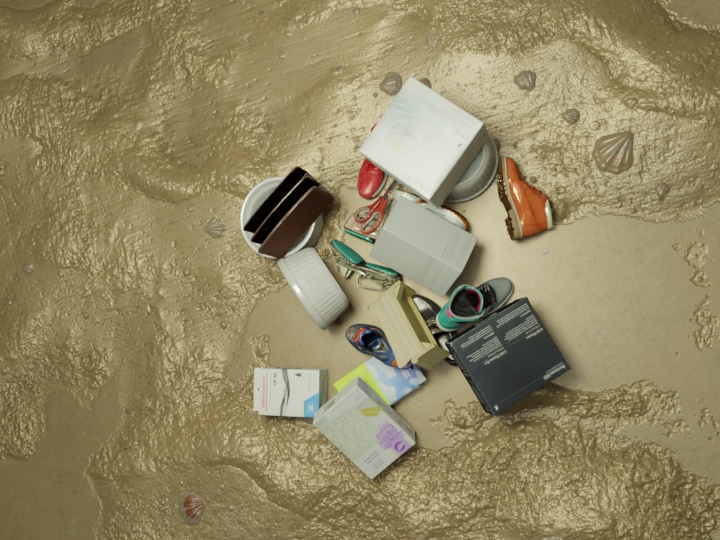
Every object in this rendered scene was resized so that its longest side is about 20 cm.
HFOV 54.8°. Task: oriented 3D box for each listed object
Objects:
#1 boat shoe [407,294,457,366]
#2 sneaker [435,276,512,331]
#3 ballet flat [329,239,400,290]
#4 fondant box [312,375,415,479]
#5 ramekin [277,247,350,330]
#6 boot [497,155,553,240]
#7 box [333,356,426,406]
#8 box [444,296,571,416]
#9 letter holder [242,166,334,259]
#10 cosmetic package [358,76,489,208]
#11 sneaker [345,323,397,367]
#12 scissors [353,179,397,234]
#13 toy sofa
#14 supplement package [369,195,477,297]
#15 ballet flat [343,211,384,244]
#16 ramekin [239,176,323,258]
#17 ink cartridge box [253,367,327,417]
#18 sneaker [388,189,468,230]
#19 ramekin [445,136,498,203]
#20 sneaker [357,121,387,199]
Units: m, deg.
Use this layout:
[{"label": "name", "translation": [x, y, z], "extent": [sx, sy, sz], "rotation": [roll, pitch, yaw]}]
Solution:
[{"label": "boat shoe", "translation": [0.178, 0.135, 1.617], "extent": [0.074, 0.073, 0.200], "rotation": [-43, 76, 9]}, {"label": "sneaker", "translation": [0.264, 0.061, 1.547], "extent": [0.200, 0.121, 0.084], "rotation": [-30, 78, -12]}, {"label": "ballet flat", "translation": [0.000, 0.000, 1.689], "extent": [0.200, 0.068, 0.075], "rotation": [28, 109, 14]}, {"label": "fondant box", "translation": [0.010, 0.366, 1.615], "extent": [0.144, 0.058, 0.200], "rotation": [-42, 102, 12]}, {"label": "ramekin", "translation": [-0.105, 0.036, 1.649], "extent": [0.094, 0.202, 0.203], "rotation": [-34, 77, -1]}, {"label": "boot", "translation": [0.375, -0.174, 1.593], "extent": [0.107, 0.075, 0.200], "rotation": [-13, 80, 0]}, {"label": "box", "translation": [0.049, 0.266, 1.658], "extent": [0.200, 0.048, 0.122], "rotation": [-36, 78, 11]}, {"label": "box", "translation": [0.318, 0.187, 1.523], "extent": [0.200, 0.104, 0.182], "rotation": [-30, 85, -3]}, {"label": "letter holder", "translation": [-0.179, -0.137, 1.605], "extent": [0.101, 0.142, 0.200], "rotation": [44, 98, 15]}, {"label": "cosmetic package", "translation": [0.140, -0.278, 1.527], "extent": [0.199, 0.123, 0.200], "rotation": [37, 97, 16]}, {"label": "sneaker", "translation": [0.022, 0.159, 1.622], "extent": [0.200, 0.078, 0.075], "rotation": [15, 74, 56]}, {"label": "scissors", "translation": [0.064, -0.171, 1.654], "extent": [0.200, 0.014, 0.073], "rotation": [-44, 59, 7]}, {"label": "toy sofa", "translation": [0.108, 0.131, 1.566], "extent": [0.098, 0.083, 0.200], "rotation": [-39, 54, 16]}, {"label": "supplement package", "translation": [0.140, -0.054, 1.576], "extent": [0.200, 0.117, 0.117], "rotation": [30, 55, 1]}, {"label": "ballet flat", "translation": [0.052, -0.086, 1.677], "extent": [0.200, 0.068, 0.067], "rotation": [28, 85, 15]}, {"label": "ramekin", "translation": [-0.190, -0.126, 1.733], "extent": [0.200, 0.098, 0.201], "rotation": [-1, 85, 16]}, {"label": "ink cartridge box", "translation": [-0.185, 0.299, 1.714], "extent": [0.200, 0.068, 0.116], "rotation": [-1, 85, 17]}, {"label": "sneaker", "translation": [0.158, -0.120, 1.651], "extent": [0.200, 0.076, 0.092], "rotation": [25, 100, 24]}, {"label": "ramekin", "translation": [0.217, -0.263, 1.620], "extent": [0.200, 0.105, 0.201], "rotation": [-1, 86, 16]}, {"label": "sneaker", "translation": [0.030, -0.276, 1.670], "extent": [0.078, 0.116, 0.200], "rotation": [18, 90, 18]}]
